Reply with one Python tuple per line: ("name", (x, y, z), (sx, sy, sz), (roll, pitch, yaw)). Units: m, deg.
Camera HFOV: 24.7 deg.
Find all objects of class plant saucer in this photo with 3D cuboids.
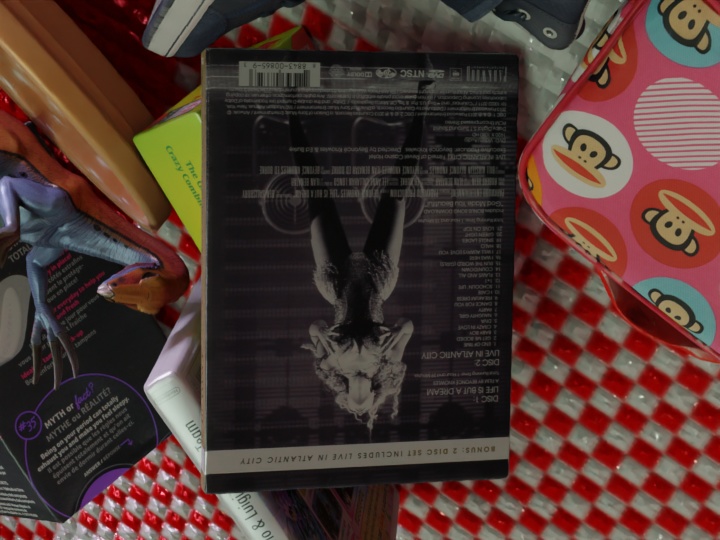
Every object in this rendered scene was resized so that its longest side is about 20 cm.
("plant saucer", (-0.162, -0.105, 0.847), (0.200, 0.037, 0.200), (44, 171, 9))

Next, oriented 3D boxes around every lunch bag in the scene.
("lunch bag", (0.170, -0.026, 0.695), (0.200, 0.082, 0.176), (39, 136, 4))

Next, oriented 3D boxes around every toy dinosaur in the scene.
("toy dinosaur", (-0.169, -0.040, 0.821), (0.180, 0.105, 0.201), (6, 89, 7))

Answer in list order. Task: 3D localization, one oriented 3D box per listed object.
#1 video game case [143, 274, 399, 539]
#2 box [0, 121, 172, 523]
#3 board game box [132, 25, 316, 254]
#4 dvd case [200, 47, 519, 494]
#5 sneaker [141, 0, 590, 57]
("video game case", (-0.038, 0.094, 0.863), (0.024, 0.200, 0.182), (-30, 103, 12))
("box", (-0.205, 0.033, 0.965), (0.106, 0.122, 0.201), (-6, 118, 55))
("board game box", (-0.022, -0.009, 0.830), (0.047, 0.102, 0.201), (-16, 111, 39))
("dvd case", (0.000, 0.000, 0.757), (0.016, 0.148, 0.201), (-159, 69, -73))
("sneaker", (0.010, -0.120, 0.650), (0.146, 0.077, 0.202), (29, 140, -21))
